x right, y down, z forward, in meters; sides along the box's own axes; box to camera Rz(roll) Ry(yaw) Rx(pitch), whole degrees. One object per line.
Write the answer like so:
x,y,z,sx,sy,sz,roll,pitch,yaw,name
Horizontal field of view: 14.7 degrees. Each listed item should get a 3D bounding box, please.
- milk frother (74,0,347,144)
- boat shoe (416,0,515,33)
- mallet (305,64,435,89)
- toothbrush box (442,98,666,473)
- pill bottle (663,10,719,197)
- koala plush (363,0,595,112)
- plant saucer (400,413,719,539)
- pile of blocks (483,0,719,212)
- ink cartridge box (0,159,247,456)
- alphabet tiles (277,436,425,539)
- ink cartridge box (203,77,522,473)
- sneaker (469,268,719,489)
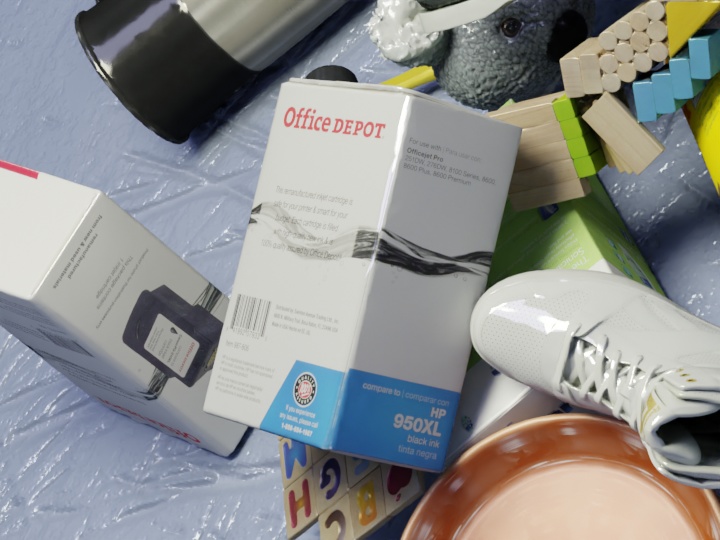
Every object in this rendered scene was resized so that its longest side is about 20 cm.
-0.124,-0.229,1.931,0.188,0.200,0.181,-39,37,14,milk frother
0.108,-0.188,1.558,0.200,0.060,0.076,-18,12,27,boat shoe
0.046,-0.123,1.820,0.200,0.041,0.066,-17,50,29,mallet
0.090,0.022,1.626,0.146,0.086,0.200,-42,39,14,toothbrush box
0.235,-0.099,1.564,0.109,0.109,0.200,-35,42,18,pill bottle
0.107,-0.182,1.705,0.184,0.177,0.200,37,98,47,koala plush
0.111,0.176,1.498,0.200,0.032,0.200,-9,69,24,plant saucer
0.155,-0.108,1.552,0.200,0.082,0.062,-42,-2,32,pile of blocks
-0.163,0.022,1.776,0.145,0.200,0.084,18,71,48,ink cartridge box
-0.003,0.063,1.633,0.166,0.006,0.200,-41,45,42,alphabet tiles
0.000,0.000,1.567,0.145,0.084,0.200,12,89,58,ink cartridge box
0.145,0.056,1.458,0.200,0.116,0.074,15,105,11,sneaker
